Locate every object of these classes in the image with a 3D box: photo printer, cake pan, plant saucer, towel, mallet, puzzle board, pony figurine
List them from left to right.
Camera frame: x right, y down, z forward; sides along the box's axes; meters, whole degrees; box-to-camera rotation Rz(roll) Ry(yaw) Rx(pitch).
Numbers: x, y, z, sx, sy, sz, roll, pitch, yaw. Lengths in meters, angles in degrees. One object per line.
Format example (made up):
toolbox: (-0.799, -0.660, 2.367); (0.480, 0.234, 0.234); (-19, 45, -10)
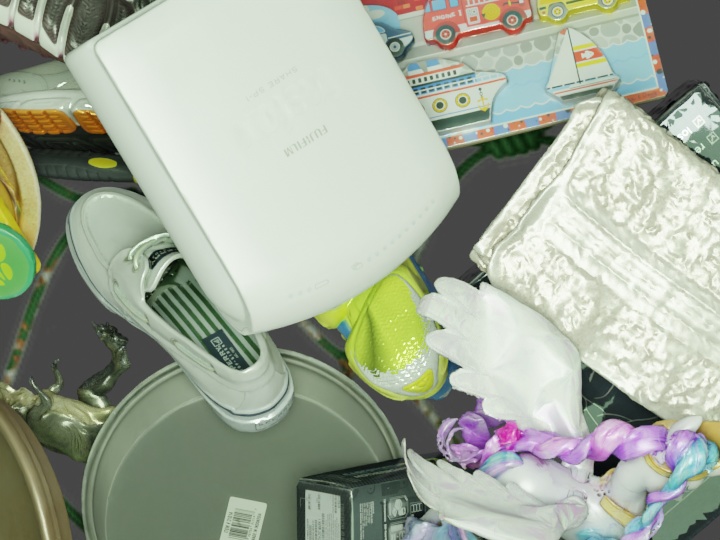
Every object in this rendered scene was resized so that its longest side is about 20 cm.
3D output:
plant saucer: (-0.225, 0.158, 1.620); (0.029, 0.200, 0.201); (-11, 96, -37)
mallet: (-0.122, -0.068, 1.614); (0.199, 0.041, 0.066); (12, 71, 16)
cake pan: (-0.068, 0.145, 1.641); (0.199, 0.037, 0.201); (-1, 109, -4)
photo printer: (-0.048, -0.076, 1.532); (0.166, 0.069, 0.201); (-33, 97, -20)
puzzle board: (0.068, -0.150, 1.615); (0.199, 0.017, 0.151); (-13, 71, 4)
pony figurine: (0.098, 0.117, 1.489); (0.192, 0.167, 0.200); (20, 138, -10)
towel: (0.172, 0.004, 1.522); (0.200, 0.034, 0.133); (36, 97, -1)

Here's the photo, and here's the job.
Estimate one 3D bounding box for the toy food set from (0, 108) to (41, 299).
toy food set: (-0.282, -0.052, 1.612); (0.197, 0.049, 0.201); (-17, 117, 24)

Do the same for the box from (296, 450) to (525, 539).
box: (0.034, 0.212, 1.613); (0.051, 0.157, 0.201); (5, 99, 45)

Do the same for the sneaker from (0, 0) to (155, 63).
sneaker: (-0.187, -0.155, 1.598); (0.199, 0.116, 0.076); (25, 77, -5)

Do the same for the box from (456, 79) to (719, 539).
box: (0.185, 0.026, 1.600); (0.200, 0.124, 0.197); (-40, 91, 6)

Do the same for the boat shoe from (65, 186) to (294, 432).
boat shoe: (-0.105, 0.006, 1.599); (0.073, 0.067, 0.200); (-37, 60, -18)

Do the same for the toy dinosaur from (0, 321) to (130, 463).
toy dinosaur: (-0.149, 0.090, 1.664); (0.199, 0.047, 0.088); (29, 102, -4)

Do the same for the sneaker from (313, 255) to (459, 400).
sneaker: (0.000, 0.000, 1.638); (0.076, 0.105, 0.201); (-29, 64, 9)

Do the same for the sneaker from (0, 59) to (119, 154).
sneaker: (-0.128, -0.123, 1.638); (0.199, 0.076, 0.092); (-4, 68, 11)
